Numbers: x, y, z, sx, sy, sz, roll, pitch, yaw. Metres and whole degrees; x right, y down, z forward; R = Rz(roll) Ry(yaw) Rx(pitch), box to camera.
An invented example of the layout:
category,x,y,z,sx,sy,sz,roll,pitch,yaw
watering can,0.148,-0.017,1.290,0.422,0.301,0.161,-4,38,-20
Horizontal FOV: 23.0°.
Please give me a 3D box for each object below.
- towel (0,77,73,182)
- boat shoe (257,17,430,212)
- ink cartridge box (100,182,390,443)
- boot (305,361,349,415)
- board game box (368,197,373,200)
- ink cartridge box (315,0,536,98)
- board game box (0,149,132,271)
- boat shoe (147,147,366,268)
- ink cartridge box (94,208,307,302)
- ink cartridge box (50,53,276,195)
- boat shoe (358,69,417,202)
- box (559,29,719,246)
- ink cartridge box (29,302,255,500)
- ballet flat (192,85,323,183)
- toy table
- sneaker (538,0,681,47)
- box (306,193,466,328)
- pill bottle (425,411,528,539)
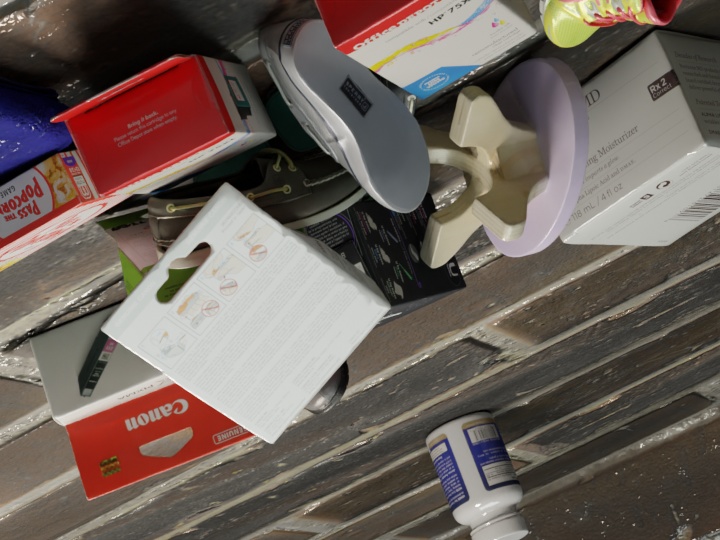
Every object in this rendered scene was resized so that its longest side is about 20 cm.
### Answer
category,x,y,z,sx,sy,sz,roll,pitch,yaw
towel,-0.321,-0.109,1.313,0.147,0.050,0.199,-22,163,25
boat shoe,-0.012,-0.129,1.443,0.065,0.201,0.074,13,-125,49
ink cartridge box,-0.095,0.031,1.454,0.199,0.047,0.160,37,99,-32
boot,-0.098,0.054,1.717,0.131,0.200,0.070,29,105,-41
board game box,-0.028,-0.036,1.842,0.198,0.029,0.134,-26,159,14
ink cartridge box,0.041,-0.210,1.364,0.115,0.068,0.200,-29,159,20
board game box,-0.287,-0.039,1.460,0.199,0.047,0.151,-28,-179,19
boat shoe,-0.081,-0.064,1.468,0.200,0.061,0.072,-22,-155,-18
ink cartridge box,-0.139,-0.008,1.566,0.146,0.077,0.200,-16,-161,-17
ink cartridge box,-0.149,-0.111,1.368,0.115,0.068,0.200,-25,179,11
boat shoe,0.018,-0.121,1.592,0.060,0.076,0.200,-12,160,-10
box,0.306,-0.128,1.795,0.199,0.132,0.198,0,152,-46
ink cartridge box,-0.222,0.118,1.826,0.198,0.175,0.044,-21,161,-2
ballet flat,-0.064,-0.123,1.537,0.199,0.075,0.074,-30,159,28
toy table,0.122,-0.096,1.645,0.116,0.183,0.202,-14,120,-35
sneaker,0.223,-0.235,1.481,0.077,0.091,0.200,-10,159,-35
box,0.000,0.000,1.693,0.121,0.107,0.200,-24,175,25
pill bottle,0.191,0.340,2.831,0.118,0.202,0.120,-18,161,-6
